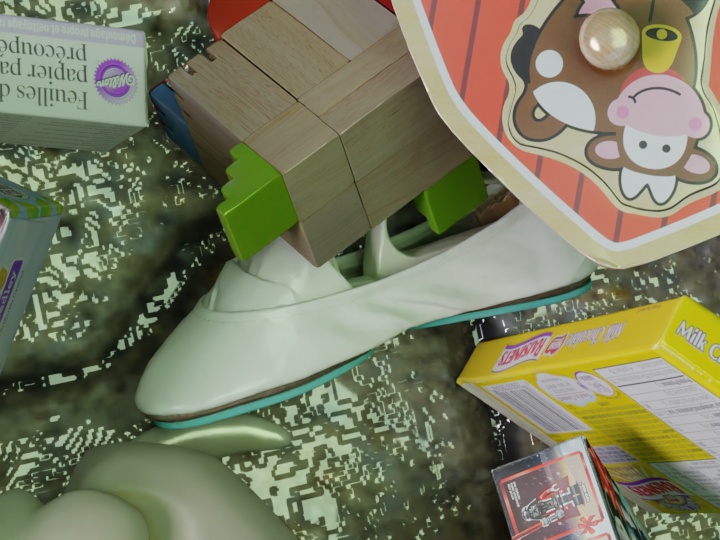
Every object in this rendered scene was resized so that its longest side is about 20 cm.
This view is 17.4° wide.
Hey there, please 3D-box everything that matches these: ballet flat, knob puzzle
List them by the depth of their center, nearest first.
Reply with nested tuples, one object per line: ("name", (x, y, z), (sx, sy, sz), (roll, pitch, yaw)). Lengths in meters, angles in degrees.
("knob puzzle", (0.099, -0.100, 0.777), (0.219, 0.030, 0.221), (0, 89, 7))
("ballet flat", (0.000, 0.000, 0.901), (0.199, 0.069, 0.070), (-18, 91, -22))

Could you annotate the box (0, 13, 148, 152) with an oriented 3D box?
("box", (-0.174, -0.073, 0.847), (0.199, 0.041, 0.039), (4, 77, -29))

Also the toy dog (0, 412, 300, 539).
("toy dog", (-0.030, 0.148, 0.829), (0.199, 0.140, 0.194), (18, 38, 18))

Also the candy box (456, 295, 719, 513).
("candy box", (0.112, 0.054, 0.862), (0.102, 0.200, 0.026), (32, 76, -12))

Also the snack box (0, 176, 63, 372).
("snack box", (-0.200, 0.044, 0.765), (0.142, 0.053, 0.201), (24, 96, 12))

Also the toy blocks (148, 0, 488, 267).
("toy blocks", (-0.003, -0.094, 0.882), (0.200, 0.137, 0.100), (-37, 139, -15))

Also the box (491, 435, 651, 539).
("box", (0.108, 0.174, 0.845), (0.040, 0.137, 0.201), (-22, 62, 9))
